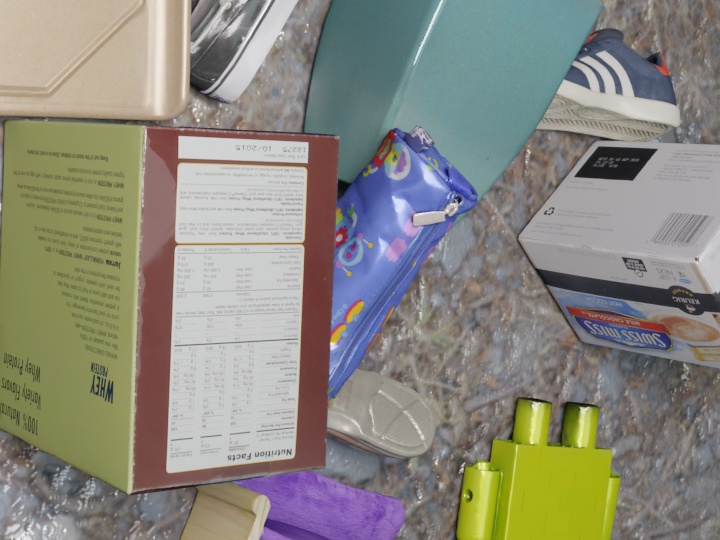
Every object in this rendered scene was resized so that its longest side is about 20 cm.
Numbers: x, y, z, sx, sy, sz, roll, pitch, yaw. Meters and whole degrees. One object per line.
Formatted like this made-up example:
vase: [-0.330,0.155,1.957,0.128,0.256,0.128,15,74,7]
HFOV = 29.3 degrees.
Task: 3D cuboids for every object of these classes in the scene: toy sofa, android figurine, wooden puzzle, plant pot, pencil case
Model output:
toy sofa: [-0.028,0.199,1.022,0.199,0.083,0.098,28,80,-36]
android figurine: [0.158,0.212,1.191,0.181,0.041,0.202,6,91,-38]
wooden puzzle: [-0.204,-0.191,0.872,0.198,0.037,0.187,-2,96,-30]
plant pot: [0.051,-0.141,1.010,0.141,0.141,0.201,25,88,-36]
pencil case: [0.000,0.000,0.920,0.078,0.087,0.201,32,98,-34]

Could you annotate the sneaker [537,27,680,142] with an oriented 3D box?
sneaker: [0.182,-0.165,1.155,0.199,0.075,0.085,8,73,-34]

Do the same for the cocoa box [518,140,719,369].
cocoa box: [0.260,-0.015,1.142,0.134,0.199,0.132,-48,122,-23]

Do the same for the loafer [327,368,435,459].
loafer: [-0.040,0.087,1.011,0.199,0.063,0.072,31,58,-17]

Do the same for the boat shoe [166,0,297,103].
boat shoe: [-0.074,-0.218,0.946,0.068,0.074,0.200,28,94,-30]

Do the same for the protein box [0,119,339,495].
protein box: [-0.124,0.012,0.853,0.134,0.198,0.202,-1,96,-36]
